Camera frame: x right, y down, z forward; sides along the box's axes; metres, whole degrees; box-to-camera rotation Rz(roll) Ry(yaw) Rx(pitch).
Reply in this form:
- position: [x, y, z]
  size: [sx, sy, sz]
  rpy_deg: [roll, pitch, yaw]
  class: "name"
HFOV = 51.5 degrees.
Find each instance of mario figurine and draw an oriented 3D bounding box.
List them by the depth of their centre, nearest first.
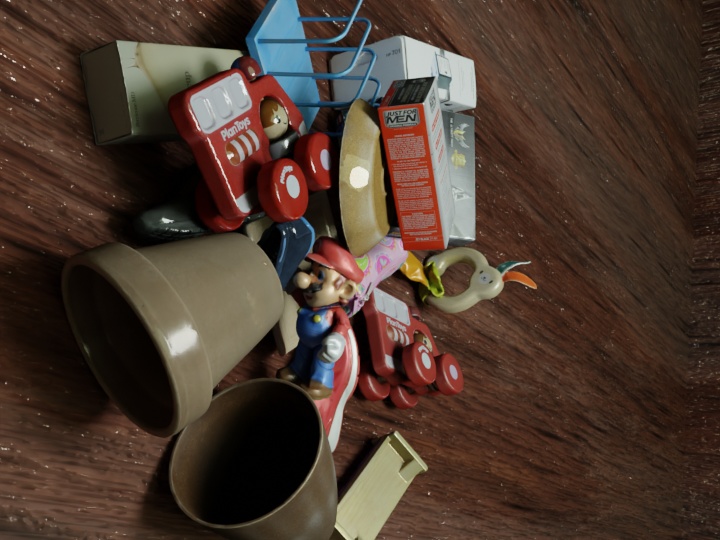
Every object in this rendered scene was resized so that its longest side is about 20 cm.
- position: [-0.066, 0.054, 0.932]
  size: [0.106, 0.123, 0.200]
  rpy_deg: [-7, 109, -77]
  class: "mario figurine"

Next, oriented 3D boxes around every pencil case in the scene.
- position: [0.000, 0.000, 1.068]
  size: [0.200, 0.087, 0.088]
  rpy_deg: [-44, 121, -56]
  class: "pencil case"

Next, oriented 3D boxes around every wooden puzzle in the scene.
- position: [-0.085, -0.001, 1.052]
  size: [0.200, 0.037, 0.185]
  rpy_deg: [-35, 116, -53]
  class: "wooden puzzle"

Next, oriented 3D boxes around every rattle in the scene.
- position: [0.177, -0.011, 1.244]
  size: [0.130, 0.200, 0.143]
  rpy_deg: [-58, 134, -38]
  class: "rattle"

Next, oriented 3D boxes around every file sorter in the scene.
- position: [-0.048, -0.256, 0.984]
  size: [0.200, 0.122, 0.139]
  rpy_deg: [77, 25, -48]
  class: "file sorter"

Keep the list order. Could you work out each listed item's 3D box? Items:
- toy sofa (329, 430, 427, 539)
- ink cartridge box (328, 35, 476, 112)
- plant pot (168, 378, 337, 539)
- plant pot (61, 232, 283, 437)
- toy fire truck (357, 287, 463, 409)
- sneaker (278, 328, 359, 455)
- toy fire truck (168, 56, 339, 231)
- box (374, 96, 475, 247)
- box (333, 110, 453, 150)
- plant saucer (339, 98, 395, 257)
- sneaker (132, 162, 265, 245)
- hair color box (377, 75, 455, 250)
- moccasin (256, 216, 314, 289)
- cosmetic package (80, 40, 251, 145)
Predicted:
- position: [0.006, 0.341, 1.114]
  size: [0.083, 0.098, 0.200]
  rpy_deg: [49, 47, -5]
  class: "toy sofa"
- position: [0.070, -0.296, 1.179]
  size: [0.200, 0.146, 0.086]
  rpy_deg: [-7, 92, -52]
  class: "ink cartridge box"
- position: [-0.103, 0.265, 0.913]
  size: [0.187, 0.187, 0.200]
  rpy_deg: [-63, 147, -33]
  class: "plant pot"
- position: [-0.181, 0.044, 0.775]
  size: [0.175, 0.200, 0.201]
  rpy_deg: [-31, 112, -39]
  class: "plant pot"
- position: [0.074, 0.123, 1.197]
  size: [0.200, 0.112, 0.168]
  rpy_deg: [27, 48, -49]
  class: "toy fire truck"
- position: [-0.070, 0.160, 1.008]
  size: [0.115, 0.078, 0.200]
  rpy_deg: [7, 90, -50]
  class: "sneaker"
- position: [-0.119, -0.147, 0.836]
  size: [0.200, 0.112, 0.168]
  rpy_deg: [-52, 129, -51]
  class: "toy fire truck"
- position: [0.091, -0.143, 1.105]
  size: [0.158, 0.048, 0.200]
  rpy_deg: [8, 75, -21]
  class: "box"
- position: [0.068, -0.180, 1.159]
  size: [0.200, 0.040, 0.137]
  rpy_deg: [-6, 75, -24]
  class: "box"
- position: [0.016, -0.116, 0.945]
  size: [0.200, 0.035, 0.201]
  rpy_deg: [2, 90, -77]
  class: "plant saucer"
- position: [-0.199, -0.084, 0.893]
  size: [0.200, 0.076, 0.091]
  rpy_deg: [-26, 101, -59]
  class: "sneaker"
- position: [0.076, -0.136, 0.961]
  size: [0.102, 0.061, 0.200]
  rpy_deg: [-67, 150, -55]
  class: "hair color box"
- position: [-0.133, 0.013, 0.898]
  size: [0.068, 0.080, 0.200]
  rpy_deg: [-11, 134, -61]
  class: "moccasin"
- position: [-0.213, -0.205, 0.874]
  size: [0.200, 0.073, 0.104]
  rpy_deg: [-18, 101, -52]
  class: "cosmetic package"
